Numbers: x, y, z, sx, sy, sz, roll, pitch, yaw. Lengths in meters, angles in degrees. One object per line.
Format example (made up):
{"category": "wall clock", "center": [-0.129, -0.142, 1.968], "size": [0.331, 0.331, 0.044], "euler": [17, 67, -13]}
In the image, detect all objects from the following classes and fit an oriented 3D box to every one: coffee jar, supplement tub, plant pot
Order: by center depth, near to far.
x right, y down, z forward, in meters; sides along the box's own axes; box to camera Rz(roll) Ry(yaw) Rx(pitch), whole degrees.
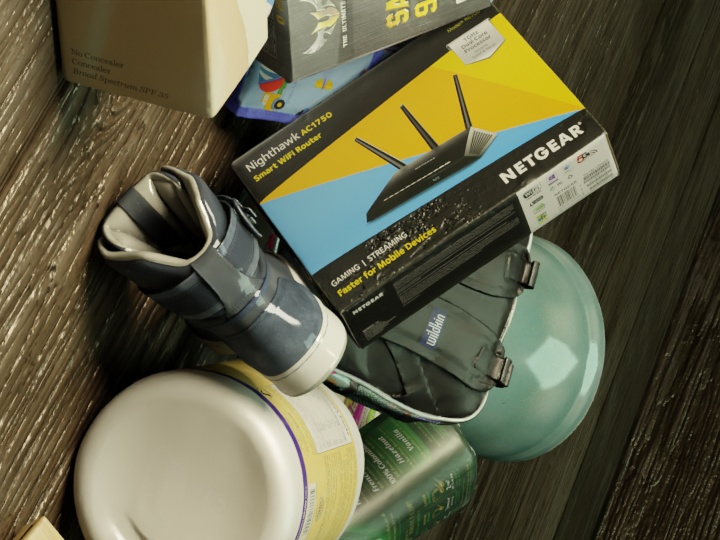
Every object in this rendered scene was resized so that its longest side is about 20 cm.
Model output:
{"category": "supplement tub", "center": [-0.081, 0.129, 1.500], "size": [0.200, 0.145, 0.146], "euler": [-4, 109, -75]}
{"category": "coffee jar", "center": [-0.011, 0.182, 1.791], "size": [0.200, 0.085, 0.104], "euler": [-33, 154, -22]}
{"category": "plant pot", "center": [0.090, 0.061, 2.033], "size": [0.134, 0.200, 0.201], "euler": [9, 97, -51]}

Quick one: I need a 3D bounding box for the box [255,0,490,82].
{"category": "box", "center": [0.003, -0.233, 1.441], "size": [0.158, 0.048, 0.201], "euler": [-23, 127, -30]}

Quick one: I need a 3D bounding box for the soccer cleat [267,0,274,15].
{"category": "soccer cleat", "center": [-0.083, -0.185, 1.324], "size": [0.200, 0.070, 0.087], "euler": [81, 27, -58]}

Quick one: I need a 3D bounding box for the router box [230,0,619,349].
{"category": "router box", "center": [0.039, -0.064, 1.496], "size": [0.200, 0.149, 0.051], "euler": [-34, 144, -5]}

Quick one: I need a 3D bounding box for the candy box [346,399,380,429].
{"category": "candy box", "center": [-0.012, 0.081, 1.876], "size": [0.200, 0.061, 0.137], "euler": [67, 41, -66]}

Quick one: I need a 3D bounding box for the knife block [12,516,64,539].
{"category": "knife block", "center": [-0.134, 0.257, 1.373], "size": [0.064, 0.175, 0.201], "euler": [-54, 155, -55]}

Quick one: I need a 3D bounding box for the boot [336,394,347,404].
{"category": "boot", "center": [0.016, 0.014, 1.754], "size": [0.188, 0.068, 0.201], "euler": [30, 72, -41]}

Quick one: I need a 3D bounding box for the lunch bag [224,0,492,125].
{"category": "lunch bag", "center": [-0.012, -0.173, 1.549], "size": [0.200, 0.094, 0.151], "euler": [-2, 119, -49]}

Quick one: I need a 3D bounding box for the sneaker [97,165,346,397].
{"category": "sneaker", "center": [-0.100, -0.008, 1.435], "size": [0.077, 0.146, 0.202], "euler": [-52, -156, -6]}

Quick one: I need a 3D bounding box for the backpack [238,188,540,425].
{"category": "backpack", "center": [0.000, 0.000, 1.630], "size": [0.200, 0.150, 0.178], "euler": [25, 78, -35]}

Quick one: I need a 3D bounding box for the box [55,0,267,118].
{"category": "box", "center": [-0.103, -0.185, 1.206], "size": [0.201, 0.095, 0.078], "euler": [89, 22, -44]}
